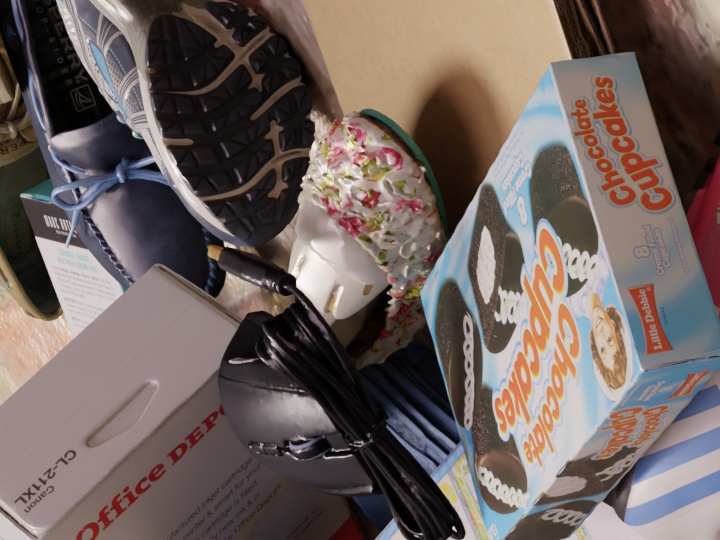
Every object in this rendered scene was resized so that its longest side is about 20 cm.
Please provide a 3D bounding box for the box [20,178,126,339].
[{"bbox_3d":[-0.111,0.043,1.368,0.082,0.049,0.201,13,127,53],"label":"box"}]

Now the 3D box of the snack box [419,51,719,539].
[{"bbox_3d":[0.074,0.018,0.945,0.200,0.037,0.117,117,141,-63],"label":"snack box"}]

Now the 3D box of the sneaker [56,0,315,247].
[{"bbox_3d":[-0.086,-0.096,1.188,0.201,0.077,0.086,63,155,14],"label":"sneaker"}]

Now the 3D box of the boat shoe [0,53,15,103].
[{"bbox_3d":[-0.244,-0.154,1.267,0.200,0.065,0.073,54,172,9],"label":"boat shoe"}]

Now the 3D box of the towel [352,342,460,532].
[{"bbox_3d":[0.062,0.122,1.168,0.200,0.048,0.112,41,147,31],"label":"towel"}]

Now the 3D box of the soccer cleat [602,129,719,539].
[{"bbox_3d":[0.148,0.031,0.946,0.086,0.070,0.201,21,135,13],"label":"soccer cleat"}]

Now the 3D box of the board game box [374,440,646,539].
[{"bbox_3d":[0.109,0.144,1.053,0.200,0.034,0.135,49,113,21],"label":"board game box"}]

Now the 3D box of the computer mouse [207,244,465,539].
[{"bbox_3d":[-0.037,0.046,1.078,0.141,0.046,0.200,57,171,-23],"label":"computer mouse"}]

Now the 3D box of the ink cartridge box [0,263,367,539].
[{"bbox_3d":[-0.094,0.117,1.256,0.083,0.146,0.200,34,159,38],"label":"ink cartridge box"}]

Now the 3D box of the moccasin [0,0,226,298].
[{"bbox_3d":[-0.132,-0.067,1.256,0.201,0.080,0.068,59,177,0],"label":"moccasin"}]

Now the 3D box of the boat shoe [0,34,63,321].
[{"bbox_3d":[-0.188,-0.056,1.370,0.063,0.073,0.201,52,155,35],"label":"boat shoe"}]

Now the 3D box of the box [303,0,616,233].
[{"bbox_3d":[0.038,-0.087,1.021,0.200,0.021,0.164,12,125,61],"label":"box"}]

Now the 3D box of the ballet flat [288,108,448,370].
[{"bbox_3d":[0.000,0.000,1.083,0.076,0.064,0.200,39,165,16],"label":"ballet flat"}]
